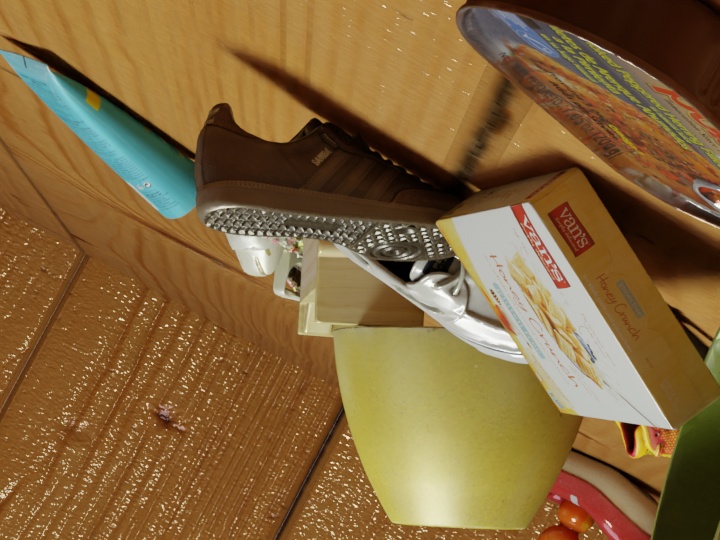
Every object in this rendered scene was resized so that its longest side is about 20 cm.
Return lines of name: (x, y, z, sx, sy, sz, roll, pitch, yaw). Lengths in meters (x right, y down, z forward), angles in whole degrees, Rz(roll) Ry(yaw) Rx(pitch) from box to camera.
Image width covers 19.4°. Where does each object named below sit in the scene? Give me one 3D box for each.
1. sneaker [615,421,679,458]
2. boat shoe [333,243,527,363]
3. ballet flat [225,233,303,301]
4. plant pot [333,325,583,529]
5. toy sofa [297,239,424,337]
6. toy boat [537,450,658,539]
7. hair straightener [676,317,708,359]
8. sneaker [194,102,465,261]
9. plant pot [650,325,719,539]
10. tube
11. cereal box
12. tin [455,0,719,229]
sneaker: (0.225, 0.107, 1.476, 0.200, 0.077, 0.073, 28, 171, -10)
boat shoe: (0.056, -0.005, 1.367, 0.200, 0.072, 0.066, 34, 180, 23)
ballet flat: (-0.063, -0.015, 1.747, 0.075, 0.064, 0.200, 8, 161, 41)
plant pot: (0.076, 0.119, 1.567, 0.199, 0.143, 0.200, 2, 175, 0)
toy sofa: (0.000, 0.000, 1.616, 0.082, 0.098, 0.200, 4, 174, -5)
toy boat: (0.248, 0.284, 2.420, 0.200, 0.131, 0.130, 22, 171, 43)
hair straightener: (0.202, 0.062, 1.373, 0.077, 0.041, 0.200, 20, 169, 47)
sneaker: (-0.007, -0.056, 1.277, 0.199, 0.076, 0.070, 9, 159, -32)
plant pot: (0.268, 0.129, 1.099, 0.192, 0.201, 0.200, 17, 173, 0)
tube: (-0.203, -0.113, 1.677, 0.077, 0.051, 0.200, 14, 160, 47)
cereal box: (0.116, 0.017, 1.171, 0.144, 0.039, 0.200, 56, 170, -5)
tin: (0.119, -0.065, 0.811, 0.112, 0.042, 0.200, 27, 174, 46)
